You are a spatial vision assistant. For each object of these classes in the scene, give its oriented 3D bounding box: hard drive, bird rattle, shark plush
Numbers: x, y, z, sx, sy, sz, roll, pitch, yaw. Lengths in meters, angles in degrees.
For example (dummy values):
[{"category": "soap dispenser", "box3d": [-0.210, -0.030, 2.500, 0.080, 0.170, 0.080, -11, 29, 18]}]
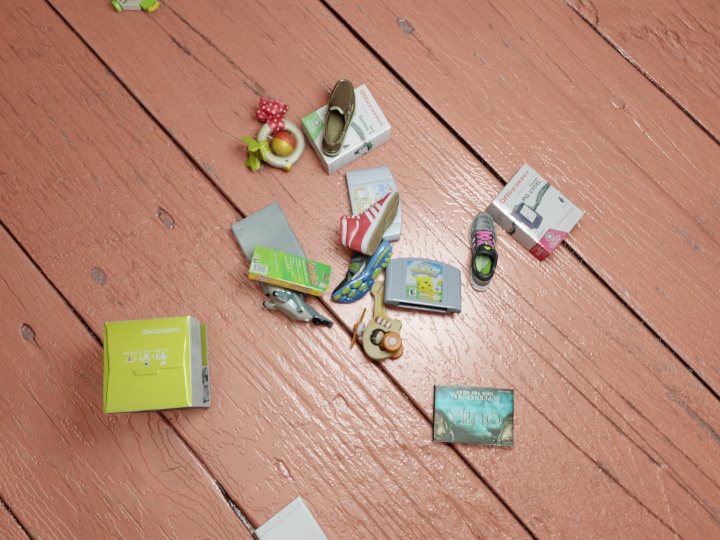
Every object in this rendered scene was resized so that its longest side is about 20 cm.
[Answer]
[{"category": "hard drive", "box3d": [-0.226, -0.056, 1.619, 0.138, 0.033, 0.203, -28, 81, -7]}, {"category": "bird rattle", "box3d": [-0.223, -0.346, 1.667, 0.161, 0.113, 0.203, 28, 66, -7]}, {"category": "shark plush", "box3d": [-0.147, 0.075, 1.560, 0.197, 0.091, 0.084, 28, 57, -1]}, {"category": "hard drive", "box3d": [-0.139, 0.653, 1.477, 0.131, 0.027, 0.202, -35, 82, -8]}]

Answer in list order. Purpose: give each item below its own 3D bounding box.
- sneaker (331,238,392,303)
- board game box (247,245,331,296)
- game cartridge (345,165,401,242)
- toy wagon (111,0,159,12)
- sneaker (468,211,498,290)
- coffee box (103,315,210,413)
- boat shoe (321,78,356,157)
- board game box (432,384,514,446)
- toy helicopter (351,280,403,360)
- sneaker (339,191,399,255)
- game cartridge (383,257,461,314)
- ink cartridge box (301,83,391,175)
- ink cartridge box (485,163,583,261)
[{"category": "sneaker", "box3d": [0.000, 0.000, 1.598, 0.201, 0.071, 0.083, -51, 46, 3]}, {"category": "board game box", "box3d": [-0.170, 0.002, 1.547, 0.195, 0.030, 0.097, 13, 43, -7]}, {"category": "game cartridge", "box3d": [0.039, -0.170, 1.648, 0.130, 0.042, 0.205, -11, 79, 1]}, {"category": "toy wagon", "box3d": [-0.630, -0.784, 1.759, 0.155, 0.040, 0.200, -43, 83, -9]}, {"category": "sneaker", "box3d": [0.315, -0.055, 1.602, 0.072, 0.088, 0.205, 6, 78, 0]}, {"category": "coffee box", "box3d": [-0.467, 0.223, 1.472, 0.195, 0.198, 0.205, -4, 78, -2]}, {"category": "boat shoe", "box3d": [-0.051, -0.391, 1.583, 0.073, 0.075, 0.207, 8, 78, 1]}, {"category": "board game box", "box3d": [0.275, 0.354, 1.547, 0.195, 0.028, 0.139, 3, 77, -1]}, {"category": "toy helicopter", "box3d": [0.040, 0.123, 1.579, 0.129, 0.079, 0.204, -3, 68, 7]}, {"category": "sneaker", "box3d": [0.017, -0.131, 1.585, 0.110, 0.072, 0.202, 14, 54, 27]}, {"category": "game cartridge", "box3d": [0.157, 0.034, 1.586, 0.195, 0.041, 0.136, 7, 56, -5]}, {"category": "ink cartridge box", "box3d": [-0.036, -0.371, 1.662, 0.198, 0.084, 0.148, -31, 81, -6]}, {"category": "ink cartridge box", "box3d": [0.443, -0.150, 1.626, 0.199, 0.084, 0.145, 42, 80, 7]}]
